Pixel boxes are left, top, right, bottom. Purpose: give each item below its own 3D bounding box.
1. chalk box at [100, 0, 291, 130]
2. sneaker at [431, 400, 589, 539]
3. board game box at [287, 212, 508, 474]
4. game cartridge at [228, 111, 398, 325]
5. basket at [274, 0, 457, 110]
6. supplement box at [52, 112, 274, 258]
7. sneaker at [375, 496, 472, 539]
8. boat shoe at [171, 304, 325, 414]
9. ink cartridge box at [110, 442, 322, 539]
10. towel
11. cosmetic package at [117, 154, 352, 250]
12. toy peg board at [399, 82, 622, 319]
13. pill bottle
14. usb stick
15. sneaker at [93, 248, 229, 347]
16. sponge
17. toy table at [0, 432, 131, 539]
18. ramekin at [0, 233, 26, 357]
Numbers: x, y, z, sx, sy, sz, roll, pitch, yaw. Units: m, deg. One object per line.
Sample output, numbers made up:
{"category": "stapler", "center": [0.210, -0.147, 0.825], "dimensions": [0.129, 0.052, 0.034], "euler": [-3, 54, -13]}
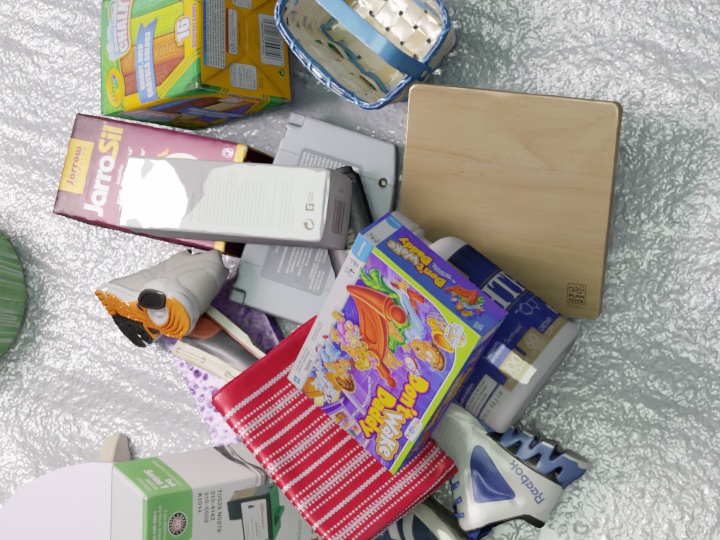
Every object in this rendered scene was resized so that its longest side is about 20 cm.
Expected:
{"category": "chalk box", "center": [-0.181, -0.215, 1.497], "dimensions": [0.199, 0.124, 0.126], "euler": [-10, 80, 43]}
{"category": "sneaker", "center": [0.102, 0.186, 1.403], "dimensions": [0.199, 0.081, 0.116], "euler": [25, 90, 17]}
{"category": "board game box", "center": [0.027, 0.066, 1.291], "dimensions": [0.134, 0.045, 0.200], "euler": [40, 135, 14]}
{"category": "game cartridge", "center": [-0.039, -0.044, 1.483], "dimensions": [0.133, 0.040, 0.201], "euler": [19, 87, 10]}
{"category": "basket", "center": [0.001, -0.237, 1.416], "dimensions": [0.139, 0.200, 0.176], "euler": [-47, 72, 8]}
{"category": "supplement box", "center": [-0.199, -0.086, 1.526], "dimensions": [0.199, 0.086, 0.111], "euler": [12, 88, 19]}
{"category": "sneaker", "center": [0.035, 0.247, 1.425], "dimensions": [0.200, 0.075, 0.085], "euler": [39, 95, 28]}
{"category": "boat shoe", "center": [-0.098, 0.112, 1.447], "dimensions": [0.200, 0.071, 0.063], "euler": [38, 83, 22]}
{"category": "ink cartridge box", "center": [-0.127, 0.244, 1.390], "dimensions": [0.084, 0.199, 0.147], "euler": [24, 116, 54]}
{"category": "towel", "center": [-0.025, 0.148, 1.370], "dimensions": [0.144, 0.023, 0.200], "euler": [-35, 72, -21]}
{"category": "cosmetic package", "center": [-0.116, -0.063, 1.403], "dimensions": [0.199, 0.102, 0.074], "euler": [6, 87, 12]}
{"category": "toy peg board", "center": [0.148, -0.072, 1.422], "dimensions": [0.199, 0.098, 0.200], "euler": [8, 102, 19]}
{"category": "pill bottle", "center": [0.085, 0.041, 1.348], "dimensions": [0.200, 0.120, 0.120], "euler": [37, 96, 11]}
{"category": "usb stick", "center": [0.000, 0.000, 1.440], "dimensions": [0.055, 0.033, 0.201], "euler": [-19, 83, 22]}
{"category": "sneaker", "center": [-0.193, 0.021, 1.497], "dimensions": [0.092, 0.200, 0.076], "euler": [-43, 111, -27]}
{"category": "sponge", "center": [-0.115, 0.114, 1.507], "dimensions": [0.111, 0.030, 0.201], "euler": [-31, 76, 12]}
{"category": "toy table", "center": [-0.253, 0.255, 1.491], "dimensions": [0.199, 0.117, 0.185], "euler": [-3, 83, 17]}
{"category": "ramekin", "center": [-0.455, 0.026, 1.590], "dimensions": [0.199, 0.098, 0.201], "euler": [-2, 83, 18]}
